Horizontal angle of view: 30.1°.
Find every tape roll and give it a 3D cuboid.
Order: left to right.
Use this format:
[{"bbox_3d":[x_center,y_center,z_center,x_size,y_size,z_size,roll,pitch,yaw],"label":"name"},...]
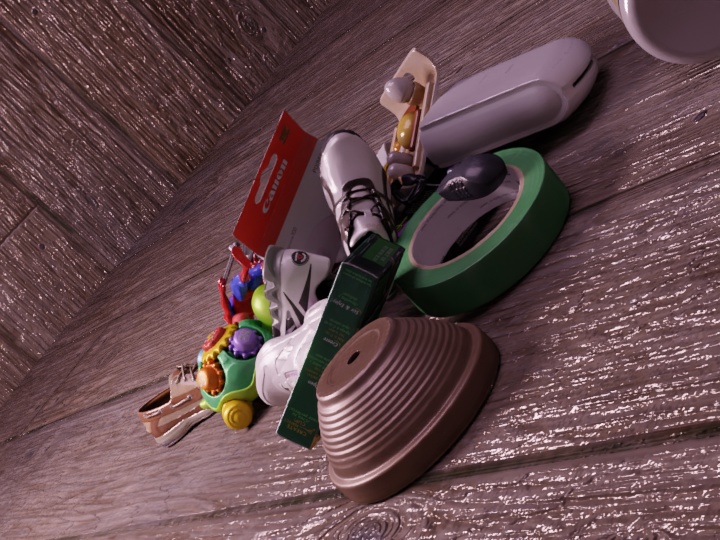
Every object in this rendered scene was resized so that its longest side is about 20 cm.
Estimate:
[{"bbox_3d":[0.122,-0.041,1.393,0.200,0.048,0.201,-34,26,19],"label":"tape roll"}]

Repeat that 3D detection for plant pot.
[{"bbox_3d":[0.026,0.109,1.243,0.201,0.093,0.201,-42,16,15],"label":"plant pot"}]

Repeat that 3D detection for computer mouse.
[{"bbox_3d":[0.087,-0.102,1.448,0.200,0.034,0.059,-3,47,57],"label":"computer mouse"}]

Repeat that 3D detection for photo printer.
[{"bbox_3d":[0.182,-0.203,1.579,0.199,0.070,0.166,-19,18,31],"label":"photo printer"}]

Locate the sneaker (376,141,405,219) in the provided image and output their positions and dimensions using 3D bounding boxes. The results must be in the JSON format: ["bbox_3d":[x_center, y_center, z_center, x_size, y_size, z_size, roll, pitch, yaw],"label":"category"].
[{"bbox_3d":[0.023,-0.087,1.826,0.116,0.074,0.200,-53,12,23],"label":"sneaker"}]

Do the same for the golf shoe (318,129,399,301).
[{"bbox_3d":[0.007,-0.064,1.474,0.077,0.201,0.094,-16,-3,-7],"label":"golf shoe"}]

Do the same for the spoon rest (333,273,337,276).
[{"bbox_3d":[0.000,0.000,1.657,0.099,0.061,0.200,-39,18,27],"label":"spoon rest"}]

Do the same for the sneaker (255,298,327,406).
[{"bbox_3d":[-0.065,0.112,1.516,0.200,0.075,0.100,-48,33,44],"label":"sneaker"}]

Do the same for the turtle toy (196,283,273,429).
[{"bbox_3d":[-0.137,0.099,1.695,0.200,0.101,0.146,-45,15,5],"label":"turtle toy"}]

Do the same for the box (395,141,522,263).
[{"bbox_3d":[0.098,-0.065,1.571,0.200,0.036,0.143,-51,24,-22],"label":"box"}]

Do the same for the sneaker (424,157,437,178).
[{"bbox_3d":[0.103,-0.154,1.771,0.088,0.076,0.200,-34,28,20],"label":"sneaker"}]

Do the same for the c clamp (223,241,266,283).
[{"bbox_3d":[-0.106,0.008,1.755,0.027,0.200,0.171,-23,-41,-39],"label":"c clamp"}]

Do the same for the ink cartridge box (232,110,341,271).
[{"bbox_3d":[-0.067,-0.075,1.587,0.200,0.057,0.163,49,-119,-69],"label":"ink cartridge box"}]

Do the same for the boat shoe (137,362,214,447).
[{"bbox_3d":[-0.232,0.165,1.845,0.200,0.072,0.076,-41,16,20],"label":"boat shoe"}]

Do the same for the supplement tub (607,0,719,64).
[{"bbox_3d":[0.325,-0.303,1.378,0.144,0.144,0.200,-42,16,17],"label":"supplement tub"}]

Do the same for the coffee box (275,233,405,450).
[{"bbox_3d":[-0.018,0.071,1.357,0.123,0.044,0.201,-44,-23,-70],"label":"coffee box"}]

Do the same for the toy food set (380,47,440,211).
[{"bbox_3d":[0.038,-0.158,1.667,0.144,0.060,0.201,130,154,-62],"label":"toy food set"}]

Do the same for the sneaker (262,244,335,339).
[{"bbox_3d":[-0.058,0.047,1.562,0.200,0.088,0.074,82,-167,-58],"label":"sneaker"}]

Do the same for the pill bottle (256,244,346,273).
[{"bbox_3d":[-0.067,-0.043,1.790,0.200,0.113,0.113,-46,10,50],"label":"pill bottle"}]

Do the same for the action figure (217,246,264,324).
[{"bbox_3d":[-0.148,0.019,1.721,0.065,0.052,0.200,-31,-19,-26],"label":"action figure"}]
